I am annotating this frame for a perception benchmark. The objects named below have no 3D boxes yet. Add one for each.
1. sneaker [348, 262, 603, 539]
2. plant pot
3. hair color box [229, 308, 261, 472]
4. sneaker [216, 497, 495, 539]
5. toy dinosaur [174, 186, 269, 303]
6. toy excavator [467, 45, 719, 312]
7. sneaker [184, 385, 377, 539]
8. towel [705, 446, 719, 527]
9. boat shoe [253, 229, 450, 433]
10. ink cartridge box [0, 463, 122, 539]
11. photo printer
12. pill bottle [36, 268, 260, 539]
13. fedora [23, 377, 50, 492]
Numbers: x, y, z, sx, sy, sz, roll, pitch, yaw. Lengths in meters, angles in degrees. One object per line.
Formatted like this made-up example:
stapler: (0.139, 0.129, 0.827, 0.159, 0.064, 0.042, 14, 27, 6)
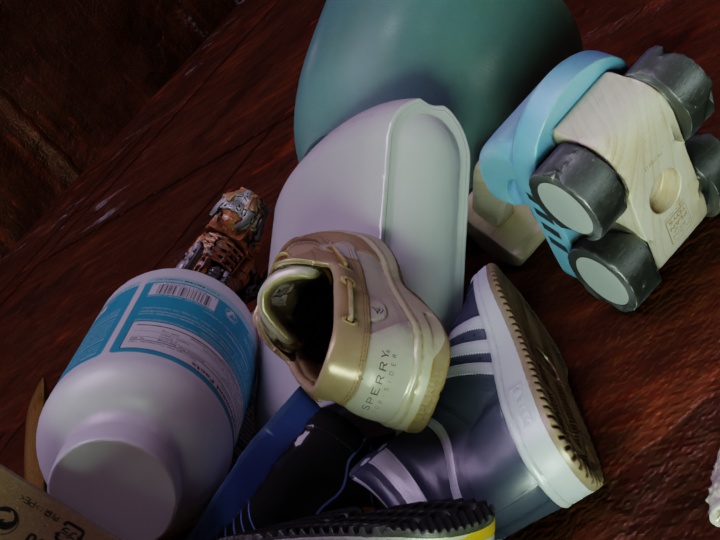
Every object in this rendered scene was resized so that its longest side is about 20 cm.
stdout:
sneaker: (0.052, 0.073, 0.690, 0.108, 0.070, 0.200, -37, 21, 13)
plant pot: (0.042, -0.114, 0.967, 0.200, 0.201, 0.161, -22, 35, 49)
hair color box: (-0.056, 0.062, 0.971, 0.200, 0.061, 0.100, -46, 17, -11)
sneaker: (-0.005, 0.154, 0.596, 0.070, 0.090, 0.200, -7, -8, -32)
toy dinosaur: (-0.127, 0.034, 1.034, 0.200, 0.102, 0.136, -43, -19, 4)
toy excavator: (0.114, -0.054, 0.780, 0.100, 0.195, 0.200, -47, 45, -13)
sneaker: (-0.047, 0.148, 0.743, 0.070, 0.078, 0.200, -47, -8, -44)
towel: (0.208, 0.020, 0.528, 0.132, 0.034, 0.200, -28, 22, 38)
boat shoe: (-0.019, 0.018, 0.691, 0.074, 0.069, 0.200, -71, 23, 9)
ink cartridge box: (-0.192, 0.168, 0.703, 0.075, 0.200, 0.165, -56, -7, -33)
photo printer: (0.000, 0.000, 0.820, 0.166, 0.069, 0.200, -26, 54, 57)
pill bottle: (-0.124, 0.082, 0.792, 0.111, 0.111, 0.200, -37, 14, 16)
fedora: (-0.173, 0.162, 0.890, 0.082, 0.201, 0.201, -4, 15, -8)
